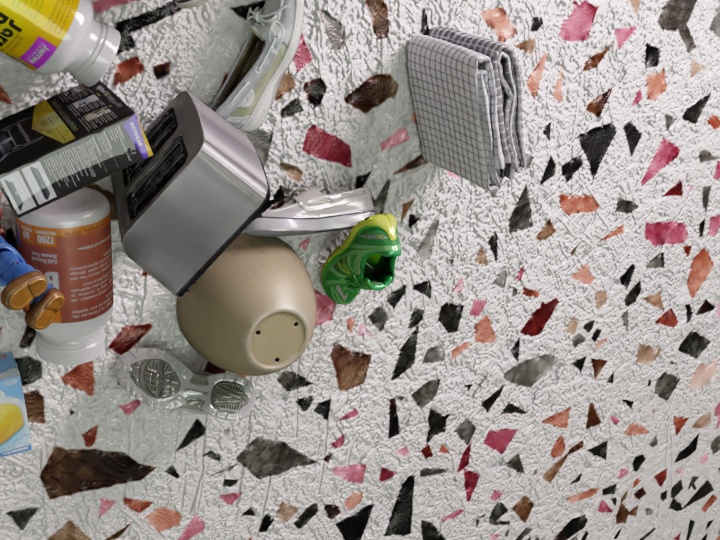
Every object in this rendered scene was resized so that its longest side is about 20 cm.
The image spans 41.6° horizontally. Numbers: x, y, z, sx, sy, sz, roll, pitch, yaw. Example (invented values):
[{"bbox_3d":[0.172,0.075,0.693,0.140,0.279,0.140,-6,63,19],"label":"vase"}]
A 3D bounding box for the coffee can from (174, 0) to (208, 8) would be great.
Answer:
[{"bbox_3d":[-0.216,-0.408,1.019,0.147,0.146,0.200,-48,128,0],"label":"coffee can"}]

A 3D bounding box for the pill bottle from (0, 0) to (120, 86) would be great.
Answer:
[{"bbox_3d":[-0.362,-0.281,1.021,0.199,0.104,0.105,29,97,-36],"label":"pill bottle"}]

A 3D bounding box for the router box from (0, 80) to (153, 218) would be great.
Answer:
[{"bbox_3d":[-0.332,-0.142,1.048,0.156,0.200,0.053,-28,121,-15],"label":"router box"}]

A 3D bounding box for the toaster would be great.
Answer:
[{"bbox_3d":[-0.204,-0.099,1.137,0.200,0.181,0.118,-44,126,12],"label":"toaster"}]

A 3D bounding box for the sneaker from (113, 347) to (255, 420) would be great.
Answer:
[{"bbox_3d":[-0.250,0.167,1.325,0.198,0.099,0.079,21,74,-12],"label":"sneaker"}]

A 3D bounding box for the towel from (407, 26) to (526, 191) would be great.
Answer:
[{"bbox_3d":[0.152,-0.227,1.312,0.085,0.165,0.202,-28,125,-22],"label":"towel"}]

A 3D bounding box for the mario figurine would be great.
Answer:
[{"bbox_3d":[-0.426,-0.004,1.067,0.105,0.199,0.125,-22,140,-42],"label":"mario figurine"}]

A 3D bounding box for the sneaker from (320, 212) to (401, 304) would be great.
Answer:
[{"bbox_3d":[0.000,0.000,1.348,0.073,0.084,0.200,-6,152,-27],"label":"sneaker"}]

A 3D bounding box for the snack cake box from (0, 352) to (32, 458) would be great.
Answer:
[{"bbox_3d":[-0.523,0.187,1.182,0.198,0.067,0.116,-12,120,-25],"label":"snack cake box"}]

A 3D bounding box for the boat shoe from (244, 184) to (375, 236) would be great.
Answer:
[{"bbox_3d":[-0.070,-0.086,1.314,0.197,0.072,0.067,-7,88,-22],"label":"boat shoe"}]

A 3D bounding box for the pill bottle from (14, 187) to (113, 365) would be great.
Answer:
[{"bbox_3d":[-0.360,0.008,1.160,0.111,0.112,0.203,-8,117,-26],"label":"pill bottle"}]

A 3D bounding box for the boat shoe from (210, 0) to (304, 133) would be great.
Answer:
[{"bbox_3d":[-0.128,-0.272,1.184,0.064,0.075,0.204,12,115,-32],"label":"boat shoe"}]

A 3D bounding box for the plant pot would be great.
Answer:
[{"bbox_3d":[-0.138,0.066,1.305,0.198,0.134,0.203,-14,120,-25],"label":"plant pot"}]
